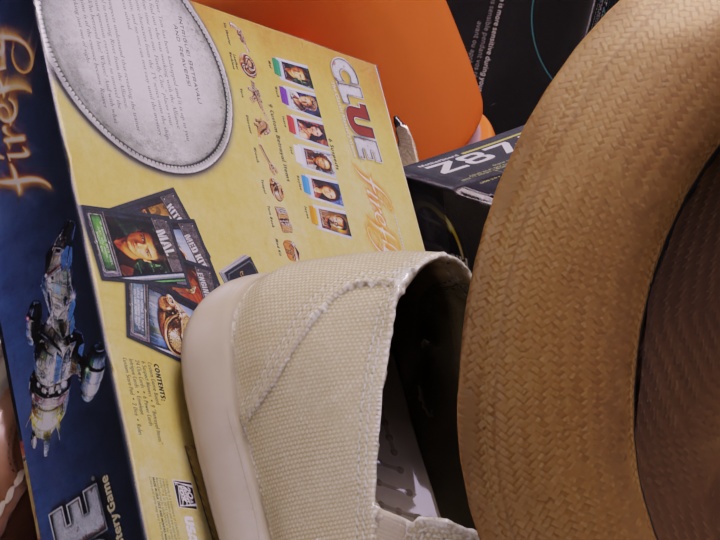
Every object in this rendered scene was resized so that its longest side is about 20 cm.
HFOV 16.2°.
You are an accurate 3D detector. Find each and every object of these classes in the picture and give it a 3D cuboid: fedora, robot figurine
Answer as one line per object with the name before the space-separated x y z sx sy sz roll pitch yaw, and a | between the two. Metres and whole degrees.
fedora | 0.104 0.024 0.543 0.200 0.201 0.082 25 -10 -8
robot figurine | -0.020 -0.066 0.888 0.144 0.116 0.200 18 -42 54

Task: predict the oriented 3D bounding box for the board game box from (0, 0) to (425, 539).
board game box | -0.028 0.027 0.626 0.135 0.035 0.201 15 53 -47

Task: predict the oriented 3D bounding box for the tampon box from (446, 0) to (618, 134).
tampon box | 0.048 -0.109 1.111 0.126 0.150 0.200 15 14 9

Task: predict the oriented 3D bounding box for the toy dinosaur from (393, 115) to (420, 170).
toy dinosaur | 0.000 0.000 0.769 0.200 0.058 0.101 47 -12 17

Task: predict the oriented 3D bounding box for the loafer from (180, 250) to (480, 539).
loafer | 0.017 0.081 0.544 0.076 0.068 0.201 3 60 -49

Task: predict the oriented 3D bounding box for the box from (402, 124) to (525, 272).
box | 0.133 -0.024 0.696 0.199 0.049 0.161 -20 23 -27

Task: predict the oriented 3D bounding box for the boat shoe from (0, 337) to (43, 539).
boat shoe | -0.053 0.042 0.671 0.072 0.076 0.200 34 20 10
